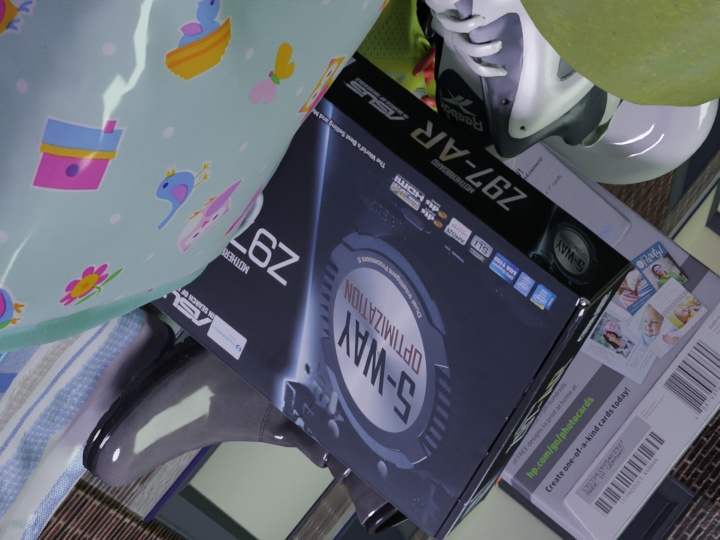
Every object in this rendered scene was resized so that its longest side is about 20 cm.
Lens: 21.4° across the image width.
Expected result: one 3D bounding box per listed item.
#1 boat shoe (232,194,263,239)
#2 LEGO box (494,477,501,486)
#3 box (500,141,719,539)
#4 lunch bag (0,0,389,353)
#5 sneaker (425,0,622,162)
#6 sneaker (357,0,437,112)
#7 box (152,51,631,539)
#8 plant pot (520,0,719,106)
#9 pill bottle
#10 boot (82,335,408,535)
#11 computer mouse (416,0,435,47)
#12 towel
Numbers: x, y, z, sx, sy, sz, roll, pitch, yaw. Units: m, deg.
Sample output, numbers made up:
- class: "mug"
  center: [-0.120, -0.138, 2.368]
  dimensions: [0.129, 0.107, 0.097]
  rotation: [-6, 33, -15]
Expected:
- class: "boat shoe"
  center: [-0.098, -0.022, 0.731]
  dimensions: [0.070, 0.071, 0.201]
  rotation: [-58, 165, 25]
- class: "LEGO box"
  center: [0.057, 0.028, 1.154]
  dimensions: [0.149, 0.077, 0.200]
  rotation: [-50, -155, -10]
- class: "box"
  center: [0.099, 0.030, 1.023]
  dimensions: [0.156, 0.200, 0.041]
  rotation: [-50, 168, -9]
- class: "lunch bag"
  center: [-0.067, -0.077, 0.597]
  dimensions: [0.171, 0.122, 0.200]
  rotation: [-58, 160, 21]
- class: "sneaker"
  center: [0.045, -0.104, 0.805]
  dimensions: [0.198, 0.080, 0.130]
  rotation: [8, 116, -35]
- class: "sneaker"
  center: [0.026, -0.059, 0.902]
  dimensions: [0.078, 0.090, 0.202]
  rotation: [-54, 147, -66]
- class: "box"
  center: [0.000, 0.000, 0.845]
  dimensions: [0.043, 0.200, 0.161]
  rotation: [-36, 160, -48]
- class: "plant pot"
  center: [0.148, -0.150, 0.673]
  dimensions: [0.200, 0.200, 0.190]
  rotation: [-42, -179, -36]
- class: "pill bottle"
  center: [0.155, -0.145, 1.106]
  dimensions: [0.201, 0.112, 0.113]
  rotation: [-73, -171, -53]
- class: "boot"
  center: [-0.028, 0.080, 0.954]
  dimensions: [0.199, 0.132, 0.070]
  rotation: [-34, 166, -14]
- class: "computer mouse"
  center: [0.099, -0.197, 1.009]
  dimensions: [0.200, 0.053, 0.138]
  rotation: [-42, 170, 9]
- class: "towel"
  center: [-0.156, 0.073, 0.892]
  dimensions: [0.147, 0.024, 0.200]
  rotation: [-53, 167, -1]
